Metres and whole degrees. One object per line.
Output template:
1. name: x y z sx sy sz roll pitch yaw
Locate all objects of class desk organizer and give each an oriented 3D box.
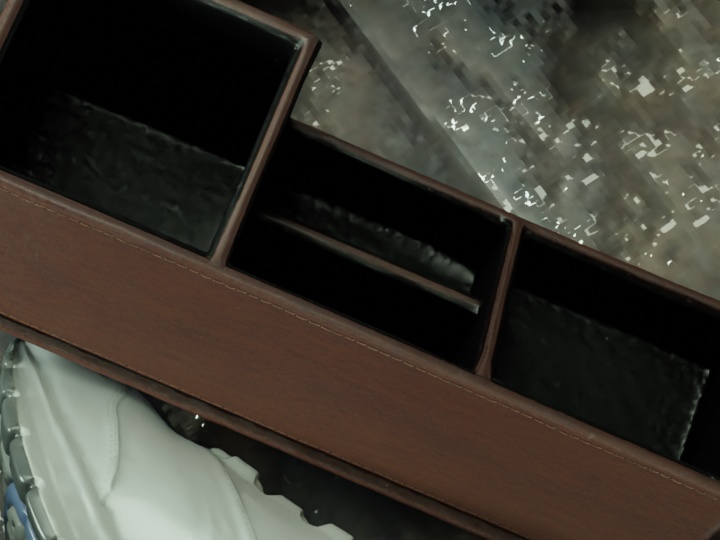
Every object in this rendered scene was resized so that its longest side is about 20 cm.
1. desk organizer: 0.000 0.000 0.664 0.199 0.077 0.072 23 65 -3

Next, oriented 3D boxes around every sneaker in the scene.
1. sneaker: -0.027 0.090 0.680 0.087 0.075 0.200 -23 59 -19
